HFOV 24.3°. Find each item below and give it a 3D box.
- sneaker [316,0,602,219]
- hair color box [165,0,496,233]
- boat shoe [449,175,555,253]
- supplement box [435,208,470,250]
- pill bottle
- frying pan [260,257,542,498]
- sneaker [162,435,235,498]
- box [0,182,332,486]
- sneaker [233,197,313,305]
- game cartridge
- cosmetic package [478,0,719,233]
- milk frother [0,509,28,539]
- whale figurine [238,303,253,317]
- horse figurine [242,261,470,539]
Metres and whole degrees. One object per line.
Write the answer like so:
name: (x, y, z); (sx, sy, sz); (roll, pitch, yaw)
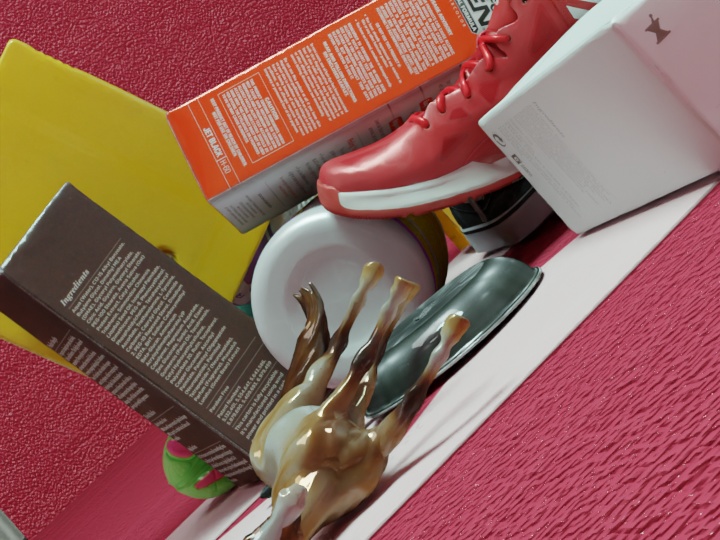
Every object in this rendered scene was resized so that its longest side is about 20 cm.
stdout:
sneaker: (0.062, -0.105, 0.889); (0.199, 0.116, 0.078); (-17, 17, -3)
hair color box: (-0.004, -0.101, 0.964); (0.199, 0.061, 0.102); (-28, -11, 2)
boat shoe: (0.091, -0.062, 1.019); (0.074, 0.068, 0.199); (-43, 3, -9)
supplement box: (0.105, -0.128, 1.189); (0.200, 0.126, 0.074); (-44, -2, -4)
pill bottle: (0.000, 0.000, 1.009); (0.104, 0.104, 0.200); (-42, 3, 12)
frying pan: (0.021, 0.046, 0.860); (0.190, 0.031, 0.115); (-36, 6, 46)
sneaker: (-0.063, 0.069, 1.130); (0.200, 0.077, 0.084); (-42, 7, -16)
box: (-0.122, 0.042, 1.005); (0.075, 0.200, 0.100); (-57, 8, -18)
sneaker: (-0.053, -0.041, 1.205); (0.114, 0.073, 0.200); (-34, 6, 32)
game cartridge: (-0.169, -0.026, 1.070); (0.177, 0.199, 0.032); (-65, 11, -1)
cosmetic package: (0.139, -0.092, 0.747); (0.113, 0.081, 0.200); (-43, 4, -12)
milk frother: (-0.178, 0.129, 0.716); (0.200, 0.188, 0.181); (-41, 4, 18)
whale figurine: (-0.061, 0.052, 1.279); (0.199, 0.104, 0.160); (-22, -38, -20)
horse figurine: (-0.012, 0.061, 0.720); (0.133, 0.050, 0.200); (-60, 11, 2)
